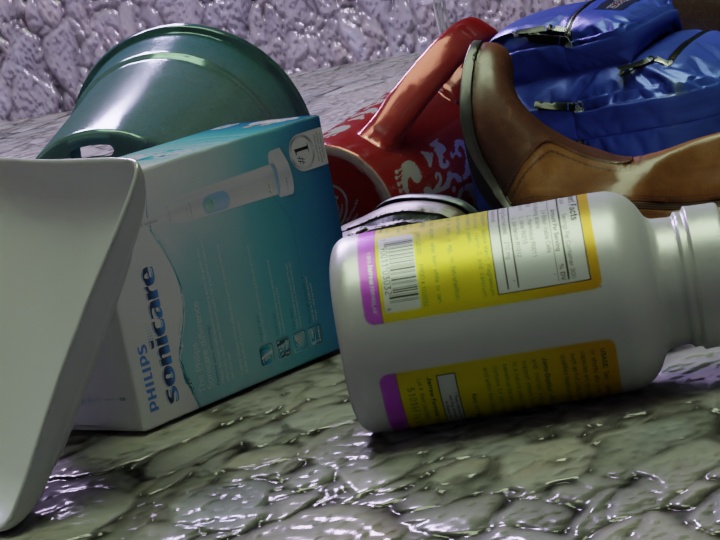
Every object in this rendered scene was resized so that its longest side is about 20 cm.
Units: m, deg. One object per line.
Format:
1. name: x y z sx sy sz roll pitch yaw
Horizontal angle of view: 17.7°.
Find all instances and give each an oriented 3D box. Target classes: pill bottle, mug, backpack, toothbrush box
1. pill bottle: 0.089 0.018 1.189 0.199 0.105 0.104 -9 10 5
2. mug: 0.026 -0.086 1.682 0.133 0.178 0.200 3 20 31
3. backpack: 0.188 -0.105 1.621 0.199 0.168 0.162 -2 22 30
4. toothbrush box: -0.103 -0.001 1.388 0.085 0.147 0.200 -3 13 41

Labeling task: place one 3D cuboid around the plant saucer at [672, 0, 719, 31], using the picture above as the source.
1. plant saucer: 0.256 -0.129 1.729 0.200 0.200 0.035 -5 50 30

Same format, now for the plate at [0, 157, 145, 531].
1. plate: -0.187 0.037 1.241 0.032 0.200 0.200 24 -11 -32

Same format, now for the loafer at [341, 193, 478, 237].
1. loafer: 0.000 0.000 1.551 0.200 0.072 0.063 -11 27 44

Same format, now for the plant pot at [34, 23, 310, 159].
1. plant pot: -0.153 -0.060 1.708 0.199 0.201 0.196 -8 18 17

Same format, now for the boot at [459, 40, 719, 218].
1. boot: 0.166 -0.073 1.429 0.199 0.189 0.069 -11 -28 6

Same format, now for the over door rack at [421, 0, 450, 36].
1. over door rack: 0.172 -0.250 2.512 0.199 0.148 0.067 -16 9 -27
